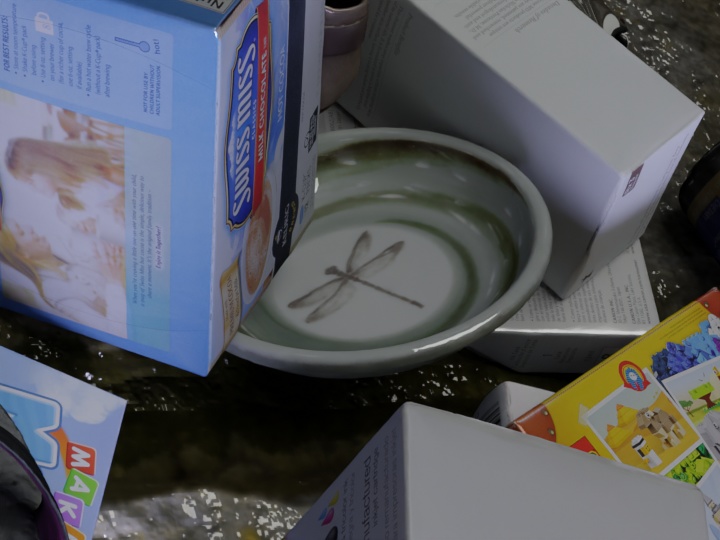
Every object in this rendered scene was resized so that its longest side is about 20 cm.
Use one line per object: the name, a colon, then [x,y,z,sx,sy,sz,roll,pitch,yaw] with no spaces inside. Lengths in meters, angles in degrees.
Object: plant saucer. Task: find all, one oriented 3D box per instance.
plant saucer: [0.000,0.000,0.997,0.198,0.050,0.201,-4,37,3]

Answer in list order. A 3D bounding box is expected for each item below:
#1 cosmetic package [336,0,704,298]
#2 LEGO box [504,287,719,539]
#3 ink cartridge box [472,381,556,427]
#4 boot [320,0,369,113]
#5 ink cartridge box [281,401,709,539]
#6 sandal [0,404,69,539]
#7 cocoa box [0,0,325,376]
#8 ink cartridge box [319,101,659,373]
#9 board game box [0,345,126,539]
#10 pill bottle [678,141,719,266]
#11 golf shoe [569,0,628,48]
cosmetic package: [0.078,-0.095,1.074,0.200,0.113,0.081,42,55,15]
LEGO box: [0.152,0.115,0.963,0.149,0.077,0.200,53,41,9]
ink cartridge box: [0.156,0.155,1.021,0.199,0.057,0.163,12,50,-22]
boot: [-0.096,-0.137,1.005,0.199,0.146,0.071,23,50,-13]
ink cartridge box: [0.035,0.181,0.802,0.145,0.200,0.148,18,47,-21]
sandal: [-0.146,0.109,0.791,0.075,0.048,0.201,-18,70,-42]
cocoa box: [-0.100,-0.078,0.896,0.132,0.201,0.132,17,42,13]
ink cartridge box: [0.061,-0.020,1.111,0.198,0.050,0.162,1,54,-12]
board game box: [-0.209,0.083,0.830,0.199,0.037,0.152,25,45,-17]
pill bottle: [0.292,0.004,1.191,0.111,0.112,0.201,-13,64,-41]
golf shoe: [0.117,-0.155,1.214,0.094,0.078,0.201,29,31,-17]
